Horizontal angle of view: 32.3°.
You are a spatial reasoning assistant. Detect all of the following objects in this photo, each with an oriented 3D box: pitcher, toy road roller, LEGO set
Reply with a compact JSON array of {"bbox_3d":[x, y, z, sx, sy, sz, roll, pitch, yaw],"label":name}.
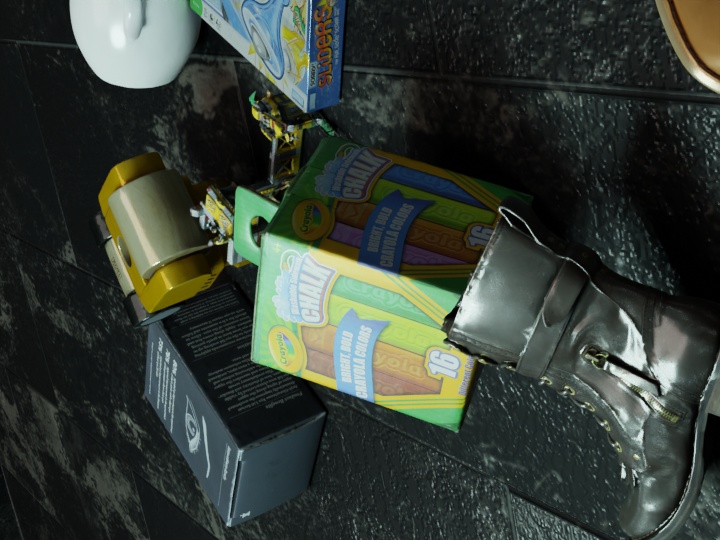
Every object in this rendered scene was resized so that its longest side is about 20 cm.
[{"bbox_3d":[-0.204,-0.261,1.117,0.172,0.121,0.200,-95,10,-56],"label":"pitcher"},{"bbox_3d":[-0.166,-0.039,1.187,0.123,0.146,0.200,65,158,6],"label":"toy road roller"},{"bbox_3d":[-0.064,-0.049,1.036,0.200,0.116,0.154,54,149,26],"label":"LEGO set"}]

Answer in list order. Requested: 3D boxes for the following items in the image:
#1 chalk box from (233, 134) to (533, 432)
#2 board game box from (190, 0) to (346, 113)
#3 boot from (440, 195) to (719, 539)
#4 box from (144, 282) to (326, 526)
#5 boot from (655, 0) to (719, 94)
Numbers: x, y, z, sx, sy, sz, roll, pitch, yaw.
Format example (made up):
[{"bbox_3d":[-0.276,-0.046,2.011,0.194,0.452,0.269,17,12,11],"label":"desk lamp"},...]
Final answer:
[{"bbox_3d":[0.000,0.000,0.854,0.200,0.124,0.125,17,133,11],"label":"chalk box"},{"bbox_3d":[-0.081,-0.238,1.029,0.200,0.034,0.136,45,144,38],"label":"board game box"},{"bbox_3d":[0.131,0.062,0.737,0.174,0.069,0.200,20,124,11],"label":"boot"},{"bbox_3d":[-0.137,0.140,1.310,0.200,0.104,0.148,52,147,29],"label":"box"},{"bbox_3d":[0.225,-0.123,0.541,0.200,0.074,0.155,57,143,23],"label":"boot"}]
